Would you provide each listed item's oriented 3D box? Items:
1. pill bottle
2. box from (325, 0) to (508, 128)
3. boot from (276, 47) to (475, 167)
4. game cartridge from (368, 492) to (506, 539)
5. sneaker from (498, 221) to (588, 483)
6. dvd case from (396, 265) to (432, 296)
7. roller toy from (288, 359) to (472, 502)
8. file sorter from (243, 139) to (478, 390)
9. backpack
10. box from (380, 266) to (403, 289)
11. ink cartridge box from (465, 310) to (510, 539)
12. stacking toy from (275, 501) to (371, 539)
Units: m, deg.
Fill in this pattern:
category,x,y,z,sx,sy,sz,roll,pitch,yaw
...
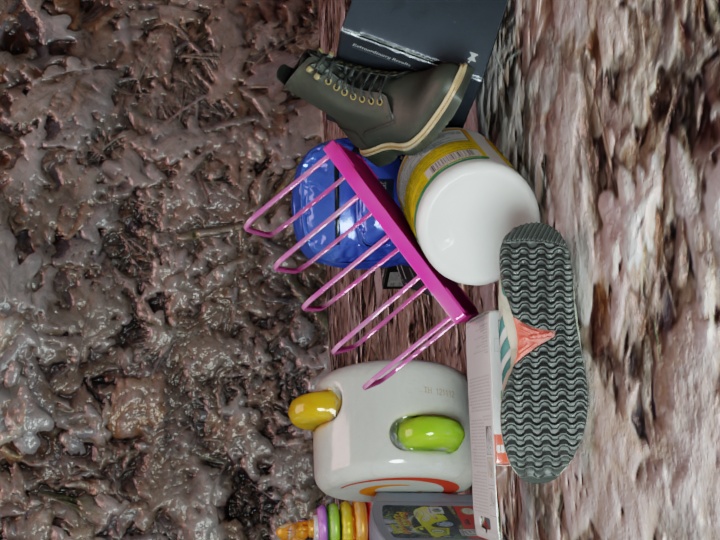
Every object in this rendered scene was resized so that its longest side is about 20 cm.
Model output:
category,x,y,z,sx,sy,sz,roll,pitch,yaw
pill bottle,0.093,-0.070,1.151,0.200,0.111,0.114,-109,20,-69
box,0.053,-0.214,1.244,0.200,0.146,0.105,112,179,-70
boot,0.007,-0.172,1.147,0.200,0.138,0.078,-28,31,59
game cartridge,0.076,0.274,1.257,0.200,0.131,0.041,-128,37,-79
sneaker,0.146,0.065,0.978,0.093,0.069,0.203,9,-102,-79
dvd case,0.050,-0.070,1.584,0.150,0.024,0.202,-157,48,-77
roller toy,0.035,0.176,1.365,0.182,0.197,0.142,41,-137,-60
file sorter,0.000,0.000,1.170,0.201,0.125,0.139,53,-173,7
backpack,0.020,-0.086,1.418,0.168,0.197,0.165,147,123,-82
box,0.055,-0.092,1.789,0.201,0.043,0.162,99,168,-57
ink cartridge box,0.132,0.141,1.109,0.109,0.050,0.203,129,139,-80
stacking toy,-0.041,0.423,2.011,0.116,0.197,0.111,133,136,-82
